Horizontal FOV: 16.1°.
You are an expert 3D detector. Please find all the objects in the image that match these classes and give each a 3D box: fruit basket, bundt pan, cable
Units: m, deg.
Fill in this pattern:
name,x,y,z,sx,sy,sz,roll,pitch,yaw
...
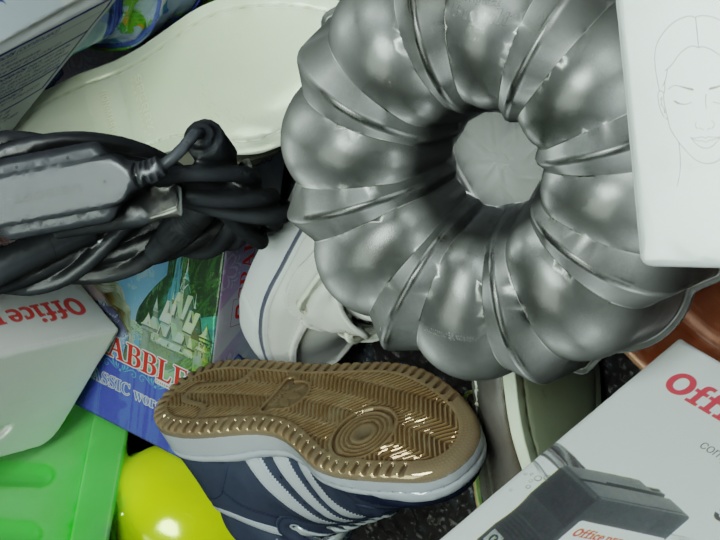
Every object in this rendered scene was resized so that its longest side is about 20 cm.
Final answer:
name,x,y,z,sx,sy,sz,roll,pitch,yaw
fruit basket,-0.125,0.149,1.325,0.215,0.215,0.156,36,131,24
bundt pan,0.053,-0.043,1.022,0.201,0.076,0.203,8,110,22
cable,-0.132,-0.025,1.119,0.199,0.163,0.051,-12,79,18

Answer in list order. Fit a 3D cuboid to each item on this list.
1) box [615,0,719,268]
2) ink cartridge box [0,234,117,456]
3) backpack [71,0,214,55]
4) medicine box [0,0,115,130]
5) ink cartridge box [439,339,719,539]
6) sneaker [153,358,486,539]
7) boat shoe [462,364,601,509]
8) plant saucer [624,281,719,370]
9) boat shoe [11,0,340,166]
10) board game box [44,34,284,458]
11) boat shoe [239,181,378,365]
name,x,y,z,sx,sy,sz,roll,pitch,yaw
box,0.180,-0.108,0.905,0.152,0.106,0.201,2,104,35
ink cartridge box,-0.238,-0.001,1.266,0.200,0.146,0.083,47,120,20
backpack,-0.147,-0.177,1.198,0.199,0.154,0.164,20,118,18
medicine box,-0.227,-0.133,1.132,0.183,0.103,0.200,54,140,4
ink cartridge box,0.113,0.138,0.997,0.145,0.200,0.084,32,152,45
sneaker,-0.003,0.103,1.186,0.199,0.070,0.109,6,132,46
boat shoe,0.075,0.082,1.154,0.060,0.072,0.202,1,114,38
plant saucer,0.165,-0.029,1.044,0.200,0.032,0.201,20,124,34
boat shoe,-0.069,-0.077,1.165,0.201,0.060,0.073,-17,80,30
board game box,-0.131,-0.029,1.294,0.199,0.041,0.201,22,116,33
boat shoe,0.000,0.000,1.167,0.066,0.072,0.200,58,144,25
